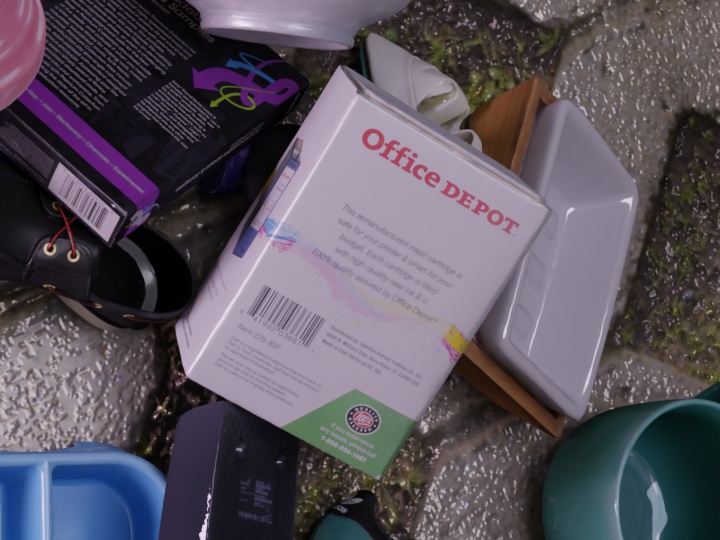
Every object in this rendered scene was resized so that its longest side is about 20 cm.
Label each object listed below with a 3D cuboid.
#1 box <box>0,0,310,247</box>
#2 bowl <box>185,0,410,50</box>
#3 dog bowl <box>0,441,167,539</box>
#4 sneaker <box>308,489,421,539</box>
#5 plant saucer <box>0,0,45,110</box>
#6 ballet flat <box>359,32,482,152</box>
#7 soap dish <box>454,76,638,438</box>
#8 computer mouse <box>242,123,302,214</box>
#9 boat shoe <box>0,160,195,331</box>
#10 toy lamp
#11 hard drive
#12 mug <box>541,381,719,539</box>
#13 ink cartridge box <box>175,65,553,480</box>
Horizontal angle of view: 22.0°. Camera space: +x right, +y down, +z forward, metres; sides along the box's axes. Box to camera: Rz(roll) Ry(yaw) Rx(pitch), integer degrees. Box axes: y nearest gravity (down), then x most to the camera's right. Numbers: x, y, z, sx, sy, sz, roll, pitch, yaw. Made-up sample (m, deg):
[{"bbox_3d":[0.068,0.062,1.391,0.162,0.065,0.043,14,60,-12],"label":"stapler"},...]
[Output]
[{"bbox_3d":[-0.139,-0.112,1.125,0.143,0.036,0.200,41,44,7],"label":"box"},{"bbox_3d":[-0.046,-0.186,1.128,0.200,0.201,0.091,6,91,-31],"label":"bowl"},{"bbox_3d":[-0.194,0.157,1.098,0.199,0.049,0.113,3,80,-32],"label":"dog bowl"},{"bbox_3d":[0.048,0.226,1.224,0.200,0.071,0.080,44,66,-17],"label":"sneaker"},{"bbox_3d":[-0.274,-0.153,1.033,0.199,0.051,0.201,9,43,-8],"label":"plant saucer"},{"bbox_3d":[0.049,-0.088,1.239,0.069,0.069,0.201,13,48,-29],"label":"ballet flat"},{"bbox_3d":[0.114,-0.007,1.272,0.157,0.081,0.201,41,60,-50],"label":"soap dish"},{"bbox_3d":[-0.004,-0.011,1.211,0.139,0.052,0.201,-52,125,-30],"label":"computer mouse"},{"bbox_3d":[-0.178,-0.020,1.089,0.201,0.063,0.074,31,56,-47],"label":"boat shoe"},{"bbox_3d":[-0.141,-0.075,1.167,0.199,0.058,0.059,-2,83,-30],"label":"toy lamp"},{"bbox_3d":[-0.082,0.187,1.129,0.135,0.042,0.202,30,62,-67],"label":"hard drive"},{"bbox_3d":[0.216,0.167,1.313,0.184,0.114,0.153,-12,88,-33],"label":"mug"},{"bbox_3d":[0.000,0.000,1.124,0.145,0.088,0.201,29,101,-17],"label":"ink cartridge box"}]
